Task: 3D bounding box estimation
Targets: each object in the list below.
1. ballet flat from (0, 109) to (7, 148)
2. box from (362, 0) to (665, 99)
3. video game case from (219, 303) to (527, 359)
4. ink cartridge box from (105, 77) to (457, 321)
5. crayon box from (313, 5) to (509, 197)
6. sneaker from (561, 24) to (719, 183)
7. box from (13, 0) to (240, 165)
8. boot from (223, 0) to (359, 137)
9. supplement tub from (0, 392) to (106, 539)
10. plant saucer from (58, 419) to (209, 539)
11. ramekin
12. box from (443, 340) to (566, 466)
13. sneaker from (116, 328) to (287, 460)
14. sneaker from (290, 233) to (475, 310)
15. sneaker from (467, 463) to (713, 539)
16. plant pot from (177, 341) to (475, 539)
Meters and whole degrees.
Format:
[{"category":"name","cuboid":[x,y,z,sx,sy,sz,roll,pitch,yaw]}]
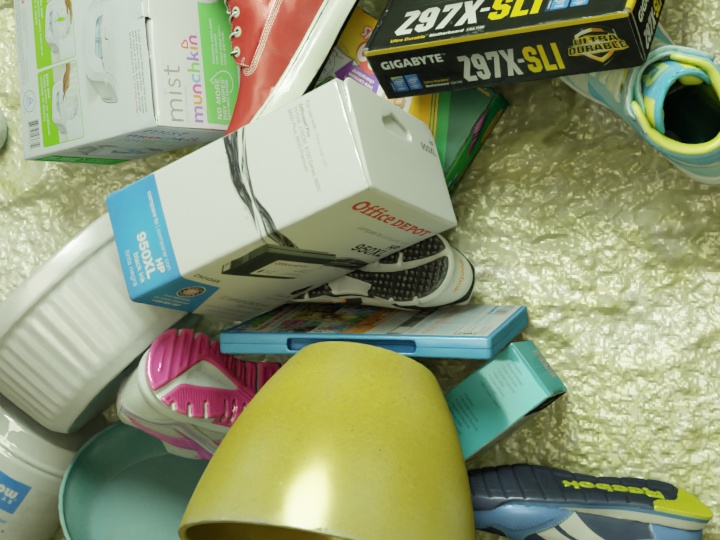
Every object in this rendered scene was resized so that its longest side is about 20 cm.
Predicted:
[{"category":"ballet flat","cuboid":[-0.408,-0.128,1.159,0.198,0.069,0.070,2,89,18]},{"category":"box","cuboid":[0.118,-0.199,0.934,0.199,0.049,0.160,-3,46,31]},{"category":"video game case","cuboid":[0.014,0.043,0.981,0.198,0.143,0.018,0,98,17]},{"category":"ink cartridge box","cuboid":[-0.053,-0.042,0.929,0.199,0.144,0.085,-24,72,23]},{"category":"crayon box","cuboid":[0.001,-0.134,1.033,0.199,0.058,0.119,34,98,15]},{"category":"sneaker","cuboid":[0.193,-0.146,0.927,0.200,0.130,0.080,40,100,17]},{"category":"box","cuboid":[-0.188,-0.196,1.042,0.176,0.096,0.202,-8,86,42]},{"category":"boot","cuboid":[-0.091,-0.181,0.976,0.144,0.072,0.201,27,90,-3]},{"category":"supplement tub","cuboid":[-0.312,0.189,1.087,0.132,0.132,0.201,39,101,15]},{"category":"plant saucer","cuboid":[-0.132,0.188,1.019,0.199,0.200,0.036,25,130,16]},{"category":"ramekin","cuboid":[-0.200,0.040,1.027,0.202,0.202,0.094,-43,88,12]},{"category":"box","cuboid":[0.058,0.132,0.996,0.200,0.082,0.049,-39,78,13]},{"category":"sneaker","cuboid":[-0.102,0.107,1.011,0.088,0.199,0.082,-23,49,41]},{"category":"sneaker","cuboid":[0.000,0.000,1.027,0.199,0.080,0.074,11,84,36]},{"category":"sneaker","cuboid":[0.151,0.191,0.956,0.198,0.074,0.083,9,104,2]},{"category":"plant pot","cuboid":[-0.010,0.132,0.893,0.199,0.200,0.143,4,65,17]}]
